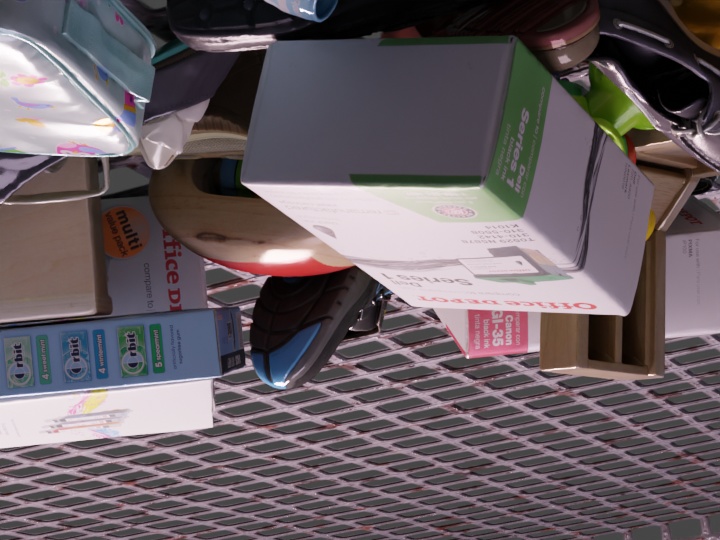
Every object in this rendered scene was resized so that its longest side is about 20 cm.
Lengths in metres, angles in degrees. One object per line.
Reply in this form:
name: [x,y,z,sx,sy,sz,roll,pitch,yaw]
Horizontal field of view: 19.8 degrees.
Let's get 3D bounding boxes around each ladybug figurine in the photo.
ladybug figurine: [-0.044,-0.048,1.262,0.199,0.136,0.072,9,142,40]

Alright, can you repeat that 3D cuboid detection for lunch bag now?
lunch bag: [-0.194,-0.119,1.055,0.159,0.078,0.200,1,167,13]

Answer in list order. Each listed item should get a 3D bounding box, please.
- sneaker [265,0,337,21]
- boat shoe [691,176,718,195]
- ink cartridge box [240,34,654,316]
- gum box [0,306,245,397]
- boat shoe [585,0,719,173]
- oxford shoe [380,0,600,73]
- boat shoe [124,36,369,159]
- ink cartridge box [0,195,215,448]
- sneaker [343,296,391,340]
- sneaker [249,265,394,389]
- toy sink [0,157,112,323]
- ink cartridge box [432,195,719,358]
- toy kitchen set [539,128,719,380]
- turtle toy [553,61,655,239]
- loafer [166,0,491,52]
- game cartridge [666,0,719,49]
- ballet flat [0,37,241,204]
sneaker: [-0.047,-0.160,1.002,0.198,0.083,0.074,-9,162,13]
boat shoe: [0.168,-0.061,1.461,0.198,0.057,0.069,0,162,-22]
ink cartridge box: [0.052,-0.046,1.090,0.145,0.085,0.200,2,161,31]
gum box: [-0.179,0.053,1.304,0.198,0.045,0.170,-6,179,2]
boat shoe: [0.180,-0.098,1.175,0.072,0.063,0.200,-27,126,37]
oxford shoe: [0.081,-0.114,1.115,0.070,0.075,0.200,-30,-165,-15]
boat shoe: [-0.069,-0.099,1.223,0.199,0.074,0.063,-9,167,18]
ink cartridge box: [-0.207,0.039,1.489,0.198,0.147,0.145,-6,163,-6]
sneaker: [0.012,-0.019,1.451,0.074,0.107,0.200,0,162,-21]
sneaker: [0.000,0.000,1.309,0.073,0.201,0.082,5,145,41]
toy sink: [-0.229,-0.022,1.307,0.129,0.113,0.200,-5,179,-3]
ink cartridge box: [0.159,-0.001,1.512,0.198,0.084,0.147,-5,-165,-7]
toy kitchen set: [0.243,-0.023,1.346,0.162,0.182,0.199,8,170,-36]
turtle toy: [0.123,-0.079,1.284,0.199,0.101,0.146,-33,111,35]
loafer: [-0.002,-0.149,1.081,0.199,0.069,0.070,-13,155,9]
game cartridge: [0.279,-0.170,1.199,0.199,0.033,0.176,-12,163,26]
ballet flat: [-0.145,-0.082,1.179,0.199,0.074,0.073,-22,163,1]
